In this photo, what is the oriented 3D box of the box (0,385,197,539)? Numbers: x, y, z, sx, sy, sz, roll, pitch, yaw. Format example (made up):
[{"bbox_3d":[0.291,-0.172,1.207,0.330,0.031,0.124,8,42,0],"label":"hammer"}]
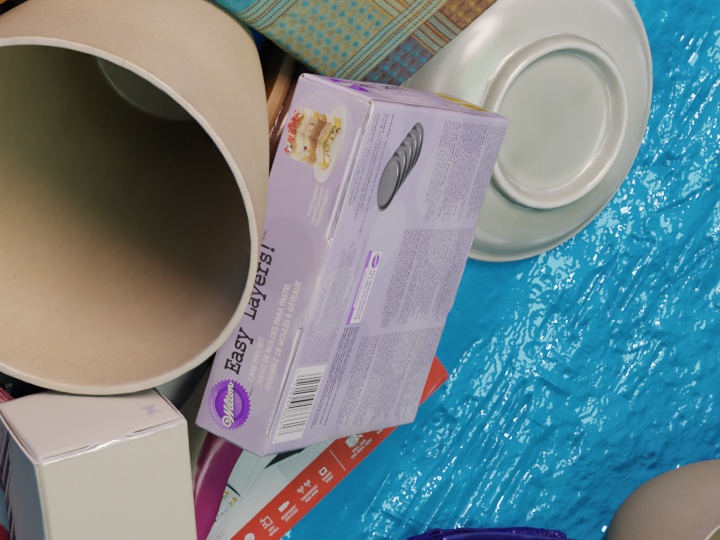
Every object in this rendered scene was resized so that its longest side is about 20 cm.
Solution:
[{"bbox_3d":[-0.127,0.157,0.938,0.081,0.068,0.202,-14,117,-25],"label":"box"}]

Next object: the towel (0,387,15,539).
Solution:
[{"bbox_3d":[-0.234,0.144,0.928,0.200,0.023,0.144,-46,123,-7],"label":"towel"}]

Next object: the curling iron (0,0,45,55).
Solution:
[{"bbox_3d":[-0.248,-0.092,0.968,0.199,0.026,0.050,-30,127,-19],"label":"curling iron"}]

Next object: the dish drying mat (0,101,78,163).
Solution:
[{"bbox_3d":[-0.199,-0.055,0.994,0.077,0.018,0.200,-52,135,0],"label":"dish drying mat"}]

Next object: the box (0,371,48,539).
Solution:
[{"bbox_3d":[-0.262,0.108,0.981,0.198,0.117,0.199,1,108,-31],"label":"box"}]

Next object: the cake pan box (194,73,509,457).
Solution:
[{"bbox_3d":[0.000,0.000,1.010,0.184,0.052,0.202,-5,114,-61],"label":"cake pan box"}]

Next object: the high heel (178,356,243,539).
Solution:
[{"bbox_3d":[-0.065,0.091,1.061,0.095,0.067,0.202,6,108,-34],"label":"high heel"}]

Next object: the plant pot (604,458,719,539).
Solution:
[{"bbox_3d":[0.245,0.213,1.303,0.199,0.134,0.202,-10,112,-26],"label":"plant pot"}]

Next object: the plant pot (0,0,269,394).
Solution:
[{"bbox_3d":[-0.119,-0.072,0.937,0.185,0.201,0.189,6,122,9],"label":"plant pot"}]

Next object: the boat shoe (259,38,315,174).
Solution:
[{"bbox_3d":[-0.030,-0.099,1.047,0.070,0.070,0.202,26,85,-22],"label":"boat shoe"}]

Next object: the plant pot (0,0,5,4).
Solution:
[{"bbox_3d":[-0.161,-0.225,0.882,0.182,0.199,0.202,-14,116,-41],"label":"plant pot"}]

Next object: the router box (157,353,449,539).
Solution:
[{"bbox_3d":[-0.070,0.064,1.117,0.200,0.049,0.180,-43,124,-9],"label":"router box"}]

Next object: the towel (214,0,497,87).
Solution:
[{"bbox_3d":[0.002,-0.167,0.942,0.146,0.022,0.200,-39,145,15],"label":"towel"}]

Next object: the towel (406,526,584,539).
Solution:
[{"bbox_3d":[0.073,0.271,1.283,0.146,0.050,0.202,5,106,-24],"label":"towel"}]

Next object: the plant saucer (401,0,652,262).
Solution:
[{"bbox_3d":[0.110,-0.096,1.160,0.198,0.050,0.202,-11,113,-26],"label":"plant saucer"}]
